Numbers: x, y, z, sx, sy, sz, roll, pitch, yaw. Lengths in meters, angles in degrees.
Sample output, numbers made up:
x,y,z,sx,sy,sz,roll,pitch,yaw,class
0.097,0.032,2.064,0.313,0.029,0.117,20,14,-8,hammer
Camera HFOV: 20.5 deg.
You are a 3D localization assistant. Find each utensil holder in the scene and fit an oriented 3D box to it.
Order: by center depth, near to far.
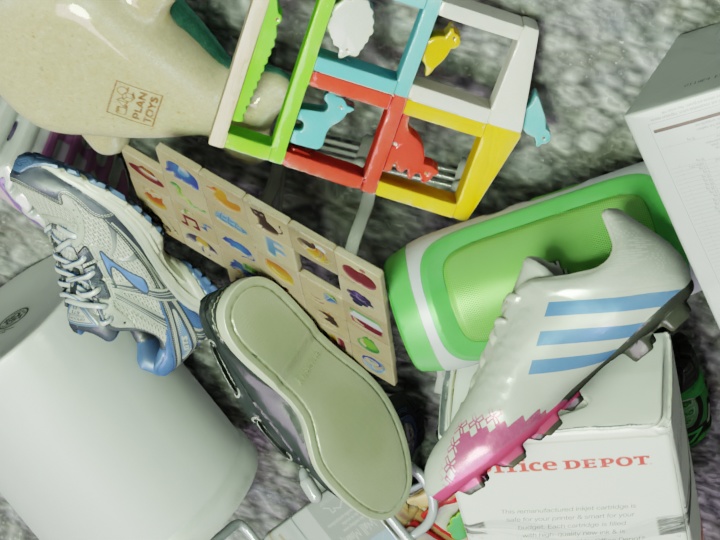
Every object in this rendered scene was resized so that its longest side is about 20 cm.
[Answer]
x,y,z,sx,sy,sz,roll,pitch,yaw,class
-0.198,0.109,1.444,0.169,0.170,0.201,-20,115,37,utensil holder

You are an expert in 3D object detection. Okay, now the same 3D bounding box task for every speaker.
x,y,z,sx,sy,sz,roll,pitch,yaw,class
0.119,-0.003,1.207,0.198,0.089,0.089,-19,122,10,speaker

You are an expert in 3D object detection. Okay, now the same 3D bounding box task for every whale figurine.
x,y,z,sx,sy,sz,roll,pitch,yaw,class
-0.137,-0.141,1.245,0.198,0.104,0.160,20,136,-4,whale figurine

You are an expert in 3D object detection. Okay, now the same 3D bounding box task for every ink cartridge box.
x,y,z,sx,sy,sz,roll,pitch,yaw,class
0.140,0.139,1.271,0.144,0.085,0.201,-4,134,14,ink cartridge box

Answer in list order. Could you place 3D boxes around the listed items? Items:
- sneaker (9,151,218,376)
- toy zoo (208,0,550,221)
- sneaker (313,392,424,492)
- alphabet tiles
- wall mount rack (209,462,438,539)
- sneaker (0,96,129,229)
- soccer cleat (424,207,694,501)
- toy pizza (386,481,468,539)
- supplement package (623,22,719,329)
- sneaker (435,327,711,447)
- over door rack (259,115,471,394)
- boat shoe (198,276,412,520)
x,y,z,sx,sy,sz,roll,pitch,yaw,class
-0.169,0.002,1.328,0.200,0.085,0.077,46,165,-34,sneaker
0.021,-0.108,1.195,0.198,0.021,0.132,17,114,-9,toy zoo
0.001,0.153,1.466,0.087,0.074,0.201,25,136,28,sneaker
-0.063,-0.009,1.261,0.199,0.008,0.168,30,160,17,alphabet tiles
-0.013,0.226,1.392,0.174,0.074,0.200,51,126,2,wall mount rack
-0.251,-0.087,1.363,0.199,0.081,0.088,33,162,-22,sneaker
0.100,0.046,1.148,0.200,0.070,0.086,-41,85,6,soccer cleat
0.095,0.215,1.437,0.198,0.032,0.201,-3,131,-3,toy pizza
0.249,-0.037,1.119,0.113,0.110,0.201,-14,112,34,supplement package
0.141,0.103,1.336,0.198,0.078,0.086,-9,125,30,sneaker
0.000,0.000,1.321,0.146,0.067,0.201,15,133,14,over door rack
-0.041,0.085,1.314,0.200,0.075,0.066,48,154,-25,boat shoe
